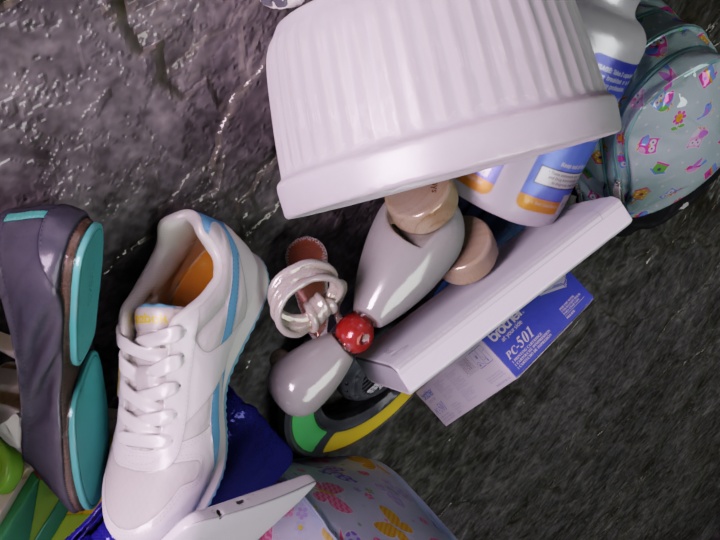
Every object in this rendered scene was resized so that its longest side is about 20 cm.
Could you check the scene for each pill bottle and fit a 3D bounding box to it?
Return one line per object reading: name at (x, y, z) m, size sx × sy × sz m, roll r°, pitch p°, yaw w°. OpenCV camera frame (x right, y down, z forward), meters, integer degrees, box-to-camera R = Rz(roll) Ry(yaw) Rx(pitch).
pill bottle at (0.134, -0.144, 0.790) m, size 0.111 × 0.112 × 0.202 m, roll -4°, pitch 126°, yaw -52°

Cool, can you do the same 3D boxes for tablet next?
tablet at (-0.121, 0.194, 0.666) m, size 0.200 × 0.014 × 0.130 m, roll -45°, pitch 160°, yaw 22°

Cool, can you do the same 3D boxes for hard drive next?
hard drive at (0.093, 0.017, 0.813) m, size 0.199 × 0.026 × 0.132 m, roll -36°, pitch -174°, yaw -11°

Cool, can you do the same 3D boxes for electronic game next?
electronic game at (0.012, 0.074, 0.913) m, size 0.199 × 0.042 × 0.201 m, roll -33°, pitch 147°, yaw -24°

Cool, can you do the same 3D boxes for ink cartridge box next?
ink cartridge box at (0.112, 0.064, 0.906) m, size 0.094 × 0.044 × 0.200 m, roll -42°, pitch 174°, yaw -20°

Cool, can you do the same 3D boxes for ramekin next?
ramekin at (0.039, -0.104, 0.625) m, size 0.199 × 0.199 × 0.107 m, roll -18°, pitch 94°, yaw -44°

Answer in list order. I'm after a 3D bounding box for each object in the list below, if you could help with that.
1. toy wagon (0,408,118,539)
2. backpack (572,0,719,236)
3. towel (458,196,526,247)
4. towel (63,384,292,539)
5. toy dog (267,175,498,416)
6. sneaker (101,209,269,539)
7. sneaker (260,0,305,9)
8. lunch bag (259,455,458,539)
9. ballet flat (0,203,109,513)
toy wagon at (-0.209, 0.178, 0.729) m, size 0.201 × 0.039 × 0.155 m, roll -58°, pitch 149°, yaw 9°
backpack at (0.241, -0.134, 0.929) m, size 0.166 × 0.127 × 0.201 m, roll -38°, pitch 142°, yaw -10°
towel at (0.129, -0.028, 0.969) m, size 0.112 × 0.048 × 0.200 m, roll -51°, pitch 150°, yaw -4°
towel at (-0.137, 0.169, 0.740) m, size 0.200 × 0.049 × 0.148 m, roll -46°, pitch 157°, yaw -11°
toy dog at (0.000, 0.000, 0.776) m, size 0.199 × 0.096 × 0.133 m, roll -30°, pitch 131°, yaw -22°
sneaker at (-0.116, 0.063, 0.653) m, size 0.081 × 0.075 × 0.203 m, roll 50°, pitch 46°, yaw -56°
sneaker at (-0.009, -0.229, 0.556) m, size 0.079 × 0.077 × 0.201 m, roll -32°, pitch 155°, yaw -51°
lunch bag at (-0.015, 0.235, 0.898) m, size 0.128 × 0.200 × 0.169 m, roll -51°, pitch 152°, yaw 16°
ballet flat at (-0.176, 0.050, 0.613) m, size 0.073 × 0.073 × 0.202 m, roll -25°, pitch 136°, yaw -38°
